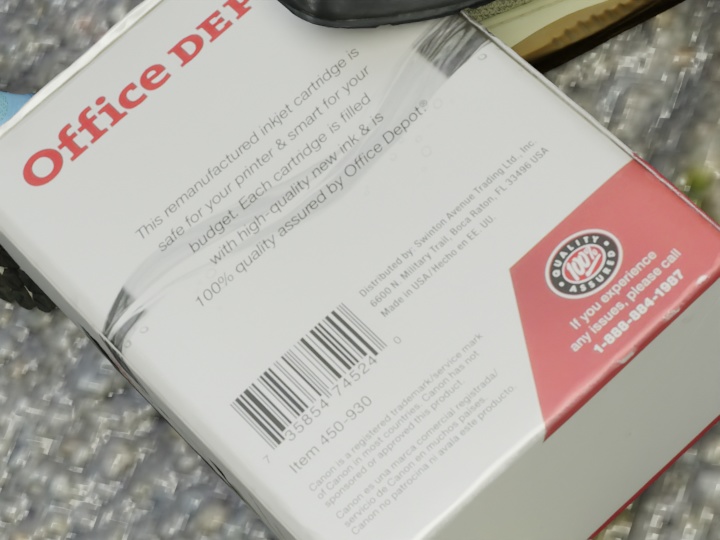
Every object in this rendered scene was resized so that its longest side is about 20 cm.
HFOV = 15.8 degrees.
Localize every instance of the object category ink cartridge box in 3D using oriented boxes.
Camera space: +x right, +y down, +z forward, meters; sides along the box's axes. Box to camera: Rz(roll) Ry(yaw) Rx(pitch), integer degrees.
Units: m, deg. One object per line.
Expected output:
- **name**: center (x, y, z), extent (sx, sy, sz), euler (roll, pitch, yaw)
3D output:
- **ink cartridge box**: center (0.000, 0.000, 0.777), extent (0.147, 0.083, 0.200), euler (-42, 59, -8)

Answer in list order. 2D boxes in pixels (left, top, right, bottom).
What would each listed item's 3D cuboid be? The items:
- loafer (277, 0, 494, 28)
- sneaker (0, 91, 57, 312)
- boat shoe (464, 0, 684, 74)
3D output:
- **loafer**: center (0.055, -0.136, 0.768), extent (0.200, 0.070, 0.068), euler (-29, 50, -20)
- **sneaker**: center (-0.092, -0.034, 0.930), extent (0.200, 0.078, 0.090), euler (21, 61, 30)
- **boat shoe**: center (0.083, -0.114, 0.851), extent (0.200, 0.073, 0.065), euler (-26, 88, 16)
